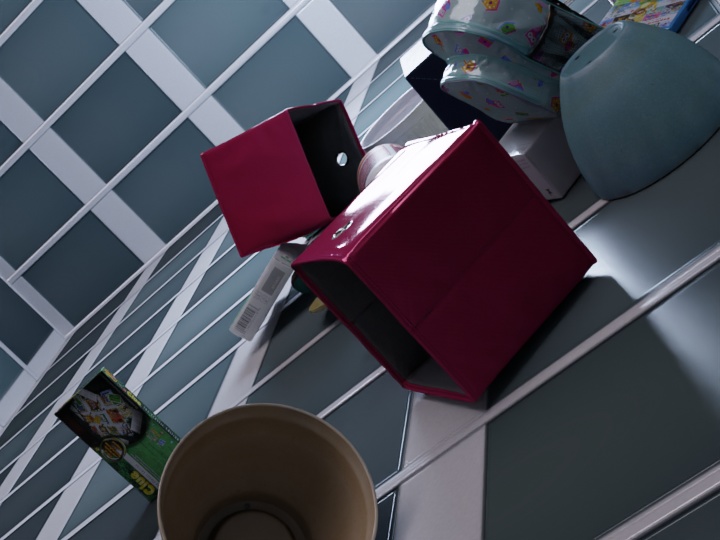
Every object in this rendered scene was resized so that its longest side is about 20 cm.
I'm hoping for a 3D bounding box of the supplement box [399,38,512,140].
[{"bbox_3d":[0.174,-0.276,1.748,0.134,0.200,0.200,-40,13,11],"label":"supplement box"}]

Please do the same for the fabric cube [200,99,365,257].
[{"bbox_3d":[-0.117,-0.159,2.000,0.198,0.198,0.200,-23,1,31],"label":"fabric cube"}]

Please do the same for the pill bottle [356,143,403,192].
[{"bbox_3d":[0.057,-0.135,1.855,0.113,0.113,0.200,-43,14,5],"label":"pill bottle"}]

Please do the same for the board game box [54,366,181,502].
[{"bbox_3d":[-0.348,0.246,1.726,0.105,0.200,0.023,-41,15,9],"label":"board game box"}]

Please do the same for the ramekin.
[{"bbox_3d":[0.104,-0.250,2.069,0.200,0.105,0.200,-42,15,13],"label":"ramekin"}]

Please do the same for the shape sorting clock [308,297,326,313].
[{"bbox_3d":[0.000,0.000,1.778,0.200,0.039,0.200,-39,11,9],"label":"shape sorting clock"}]

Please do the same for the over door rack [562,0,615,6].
[{"bbox_3d":[0.350,-0.370,1.823,0.147,0.067,0.201,-40,28,17],"label":"over door rack"}]

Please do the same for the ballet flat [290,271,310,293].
[{"bbox_3d":[-0.046,-0.038,1.953,0.200,0.069,0.072,-40,34,30],"label":"ballet flat"}]

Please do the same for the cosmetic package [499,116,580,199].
[{"bbox_3d":[0.256,-0.180,1.484,0.200,0.081,0.113,-49,17,-23],"label":"cosmetic package"}]

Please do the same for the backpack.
[{"bbox_3d":[0.174,-0.273,1.415,0.154,0.199,0.176,-62,21,-6],"label":"backpack"}]

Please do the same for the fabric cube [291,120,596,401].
[{"bbox_3d":[0.081,-0.009,1.209,0.199,0.200,0.196,-46,13,-13],"label":"fabric cube"}]

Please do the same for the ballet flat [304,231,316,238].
[{"bbox_3d":[-0.072,-0.130,2.293,0.199,0.072,0.068,-29,21,48],"label":"ballet flat"}]

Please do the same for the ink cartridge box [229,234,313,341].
[{"bbox_3d":[-0.152,0.017,2.025,0.162,0.050,0.200,-58,5,21],"label":"ink cartridge box"}]

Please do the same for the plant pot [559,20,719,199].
[{"bbox_3d":[0.301,-0.198,1.297,0.200,0.135,0.200,-41,15,13],"label":"plant pot"}]

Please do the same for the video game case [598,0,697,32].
[{"bbox_3d":[0.426,-0.390,1.663,0.142,0.018,0.200,0,44,48],"label":"video game case"}]

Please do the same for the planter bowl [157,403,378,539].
[{"bbox_3d":[-0.093,0.245,1.084,0.201,0.199,0.135,-54,-10,-34],"label":"planter bowl"}]
